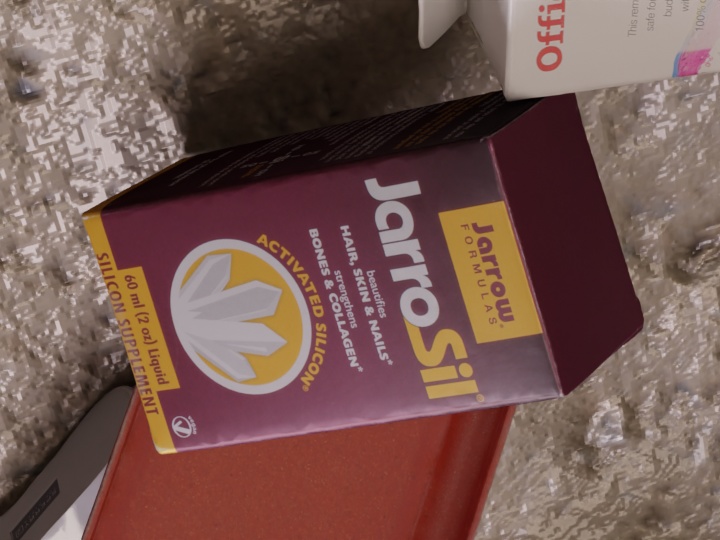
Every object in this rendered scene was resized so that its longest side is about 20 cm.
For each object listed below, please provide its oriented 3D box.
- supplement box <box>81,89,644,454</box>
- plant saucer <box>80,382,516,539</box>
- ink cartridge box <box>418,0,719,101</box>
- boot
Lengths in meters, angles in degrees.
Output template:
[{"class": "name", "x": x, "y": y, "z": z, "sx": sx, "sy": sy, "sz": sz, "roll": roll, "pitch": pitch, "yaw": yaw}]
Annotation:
[{"class": "supplement box", "x": 0.000, "y": 0.000, "z": 1.070, "sx": 0.199, "sy": 0.086, "sz": 0.111, "roll": -10, "pitch": 104, "yaw": 32}, {"class": "plant saucer", "x": -0.037, "y": 0.107, "z": 1.195, "sx": 0.199, "sy": 0.037, "sz": 0.201, "roll": 26, "pitch": 77, "yaw": -32}, {"class": "ink cartridge box", "x": 0.113, "y": -0.161, "z": 1.028, "sx": 0.199, "sy": 0.126, "sz": 0.129, "roll": -7, "pitch": 129, "yaw": -11}, {"class": "boot", "x": -0.129, "y": 0.149, "z": 1.235, "sx": 0.095, "sy": 0.074, "sz": 0.200, "roll": 34, "pitch": 111, "yaw": -27}]
